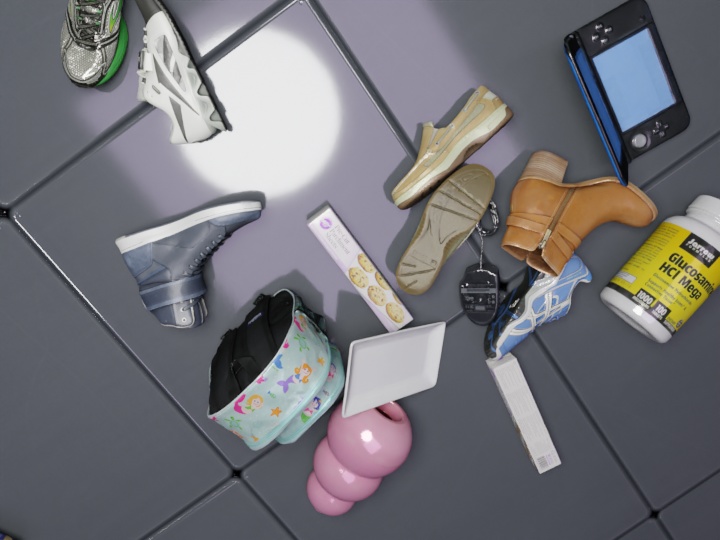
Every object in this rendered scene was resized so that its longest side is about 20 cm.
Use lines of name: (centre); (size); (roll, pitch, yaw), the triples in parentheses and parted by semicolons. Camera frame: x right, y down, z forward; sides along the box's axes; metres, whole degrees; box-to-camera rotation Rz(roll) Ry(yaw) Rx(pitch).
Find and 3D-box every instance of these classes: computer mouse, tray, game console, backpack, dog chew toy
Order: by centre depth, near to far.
backpack: (-0.112, 0.135, 0.765); (0.178, 0.200, 0.151); (-45, 104, 4)
game console: (0.357, -0.238, 0.768); (0.171, 0.118, 0.200); (-29, 104, 2)
tray: (0.046, 0.132, 0.821); (0.200, 0.022, 0.108); (-6, 107, -45)
computer mouse: (0.176, -0.019, 0.849); (0.059, 0.034, 0.200); (2, 99, 19)
dog chew toy: (-0.011, 0.276, 0.853); (0.124, 0.125, 0.200); (28, 107, -11)

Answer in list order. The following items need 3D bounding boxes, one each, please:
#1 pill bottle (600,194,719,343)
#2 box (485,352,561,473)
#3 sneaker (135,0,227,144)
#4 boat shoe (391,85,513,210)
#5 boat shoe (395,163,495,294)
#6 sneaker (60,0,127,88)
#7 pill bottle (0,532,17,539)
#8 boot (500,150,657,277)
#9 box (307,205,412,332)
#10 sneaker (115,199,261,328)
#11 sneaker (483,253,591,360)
pill bottle: (0.452, -0.004, 0.834); (0.112, 0.112, 0.200); (37, 97, -12)
box: (0.253, 0.220, 0.903); (0.041, 0.039, 0.200); (-27, 104, -1)
sneaker: (-0.249, -0.253, 0.727); (0.088, 0.074, 0.200); (-23, 104, -2)
boat shoe: (0.109, -0.169, 0.793); (0.200, 0.072, 0.076); (-42, 89, -3)
boat shoe: (0.117, -0.057, 0.817); (0.073, 0.063, 0.201); (29, 96, 5)
sneaker: (-0.323, -0.321, 0.699); (0.078, 0.085, 0.200); (13, 102, -9)
pill bottle: (-0.605, 0.397, 0.822); (0.200, 0.112, 0.112); (32, 98, -11)
boot: (0.295, -0.059, 0.799); (0.200, 0.074, 0.155); (22, 71, 3)
box: (0.000, 0.000, 0.820); (0.041, 0.039, 0.200); (-36, 104, 3)
sneaker: (-0.207, -0.006, 0.779); (0.202, 0.077, 0.146); (-19, 93, 9)
sneaker: (0.255, 0.055, 0.846); (0.077, 0.076, 0.200); (35, 99, -8)
